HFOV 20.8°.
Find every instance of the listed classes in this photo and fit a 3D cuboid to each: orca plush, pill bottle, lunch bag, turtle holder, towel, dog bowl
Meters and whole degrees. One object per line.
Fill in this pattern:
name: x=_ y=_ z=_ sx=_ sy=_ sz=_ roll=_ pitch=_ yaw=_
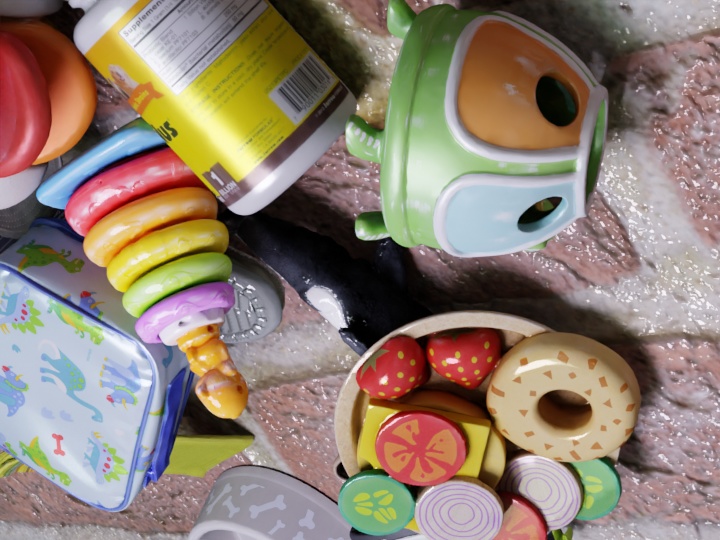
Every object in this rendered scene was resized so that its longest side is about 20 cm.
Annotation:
orca plush: x=0.000 y=0.000 z=1.356 sx=0.200 sy=0.071 sz=0.105 roll=43 pitch=-169 yaw=15
pill bottle: x=-0.103 y=-0.139 z=1.237 sx=0.200 sy=0.109 sz=0.109 roll=47 pitch=144 yaw=-8
lunch bag: x=-0.198 y=0.072 z=1.411 sx=0.160 sy=0.082 sz=0.200 roll=29 pitch=136 yaw=12
turtle holder: x=0.071 y=-0.063 z=1.134 sx=0.131 sy=0.141 sz=0.186 roll=10 pitch=128 yaw=12
towel: x=-0.190 y=0.149 z=1.580 sx=0.086 sy=0.199 sz=0.018 roll=-29 pitch=63 yaw=48
dog bowl: x=-0.062 y=0.259 z=1.672 sx=0.199 sy=0.059 sz=0.201 roll=26 pitch=142 yaw=22

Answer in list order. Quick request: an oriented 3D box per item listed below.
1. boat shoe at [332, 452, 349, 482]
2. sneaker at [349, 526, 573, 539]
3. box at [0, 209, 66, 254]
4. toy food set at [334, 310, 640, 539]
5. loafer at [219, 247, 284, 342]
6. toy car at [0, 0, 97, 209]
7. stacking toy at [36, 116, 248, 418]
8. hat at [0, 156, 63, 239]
boat shoe: x=0.058 y=0.124 z=1.399 sx=0.200 sy=0.072 sz=0.072 roll=-20 pitch=113 yaw=49
sneaker: x=0.073 y=0.201 z=1.470 sx=0.200 sy=0.072 sz=0.083 roll=-14 pitch=120 yaw=49
box: x=-0.250 y=0.041 z=1.572 sx=0.182 sy=0.104 sz=0.200 roll=44 pitch=145 yaw=-7
toy food set: x=0.080 y=0.114 z=1.310 sx=0.199 sy=0.049 sz=0.199 roll=10 pitch=123 yaw=-1
loafer: x=-0.127 y=-0.008 z=1.424 sx=0.199 sy=0.070 sz=0.075 roll=19 pitch=133 yaw=34
toy car: x=-0.262 y=-0.111 z=1.233 sx=0.150 sy=0.199 sz=0.176 roll=40 pitch=128 yaw=53
stacking toy: x=-0.121 y=0.007 z=1.297 sx=0.110 sy=0.116 sz=0.201 roll=-31 pitch=76 yaw=31
hat: x=-0.262 y=-0.128 z=1.418 sx=0.200 sy=0.081 sz=0.201 roll=26 pitch=136 yaw=28
